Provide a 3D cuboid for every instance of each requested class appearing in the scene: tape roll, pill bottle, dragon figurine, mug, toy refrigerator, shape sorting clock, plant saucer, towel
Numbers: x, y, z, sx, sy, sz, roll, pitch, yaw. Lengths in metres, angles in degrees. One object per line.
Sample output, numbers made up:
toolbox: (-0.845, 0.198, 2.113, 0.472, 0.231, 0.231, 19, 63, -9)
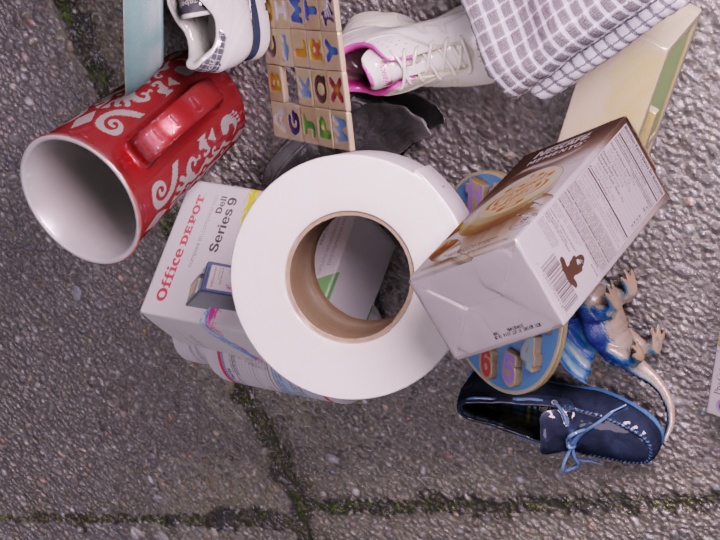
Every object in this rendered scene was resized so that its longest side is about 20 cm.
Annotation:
tape roll: (0.000, 0.000, 1.541, 0.201, 0.139, 0.204, 1, 94, 7)
pill bottle: (-0.085, 0.065, 1.812, 0.199, 0.109, 0.109, 10, 126, 31)
dragon figurine: (0.213, 0.061, 1.630, 0.099, 0.059, 0.201, -21, 103, 45)
mug: (-0.187, -0.113, 1.690, 0.177, 0.200, 0.134, 1, 121, 34)
toy refrigerator: (0.211, -0.127, 1.484, 0.070, 0.076, 0.201, 28, 133, 15)
shape sorting clock: (0.121, 0.011, 1.610, 0.200, 0.039, 0.201, 18, 111, 58)
plant saucer: (-0.194, -0.257, 1.626, 0.036, 0.201, 0.201, 0, 129, -6)
towel: (0.143, -0.251, 1.378, 0.165, 0.085, 0.201, -35, 66, 46)

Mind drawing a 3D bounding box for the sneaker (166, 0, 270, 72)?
sneaker: (-0.138, -0.276, 1.605, 0.076, 0.080, 0.201, -6, 101, 47)

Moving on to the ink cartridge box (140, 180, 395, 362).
ink cartridge box: (-0.089, 0.006, 1.724, 0.199, 0.146, 0.087, 10, 161, 33)

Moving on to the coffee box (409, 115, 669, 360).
coffee box: (0.141, -0.027, 1.410, 0.114, 0.200, 0.080, -20, 107, 42)

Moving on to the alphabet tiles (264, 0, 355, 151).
alphabet tiles: (-0.053, -0.209, 1.577, 0.167, 0.008, 0.201, -162, 62, -64)

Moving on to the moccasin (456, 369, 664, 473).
moccasin: (0.183, 0.149, 1.711, 0.199, 0.068, 0.081, 12, 128, 28)

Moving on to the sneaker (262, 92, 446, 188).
sneaker: (-0.009, -0.107, 1.667, 0.104, 0.060, 0.200, 45, 133, 6)

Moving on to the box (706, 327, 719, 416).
box: (0.330, 0.041, 1.547, 0.041, 0.039, 0.201, 21, 131, 24)

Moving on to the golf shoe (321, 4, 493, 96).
golf shoe: (0.056, -0.178, 1.548, 0.199, 0.092, 0.076, -1, 119, 35)
